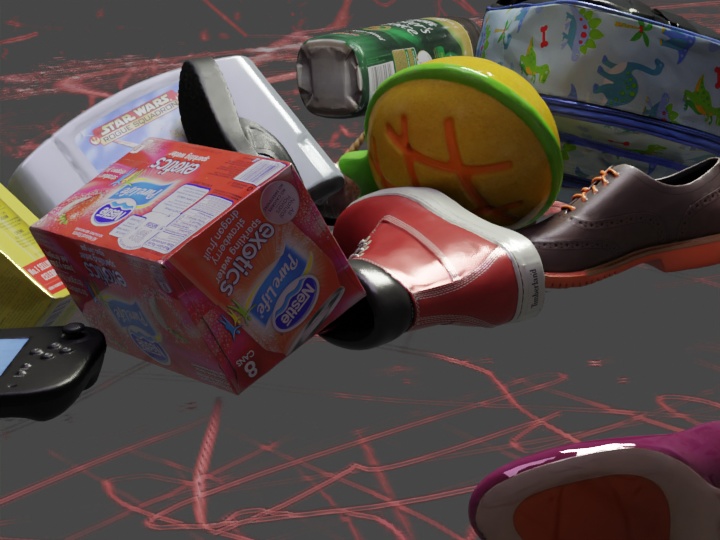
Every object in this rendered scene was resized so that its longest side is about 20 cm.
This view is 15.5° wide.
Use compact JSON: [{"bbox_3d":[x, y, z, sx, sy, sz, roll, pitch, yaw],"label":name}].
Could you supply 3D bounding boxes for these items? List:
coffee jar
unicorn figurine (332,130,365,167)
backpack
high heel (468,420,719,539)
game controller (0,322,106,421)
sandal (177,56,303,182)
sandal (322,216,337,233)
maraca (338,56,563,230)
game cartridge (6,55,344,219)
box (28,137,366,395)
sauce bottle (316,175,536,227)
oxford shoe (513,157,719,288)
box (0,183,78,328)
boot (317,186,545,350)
[{"bbox_3d":[0.037,-0.209,2.709,0.104,0.086,0.199,6,14,45],"label":"coffee jar"},{"bbox_3d":[-0.098,-0.052,1.981,0.137,0.074,0.200,15,34,36],"label":"unicorn figurine"},{"bbox_3d":[0.177,-0.116,1.888,0.182,0.148,0.200,13,-3,-14],"label":"backpack"},{"bbox_3d":[0.122,0.088,1.068,0.199,0.068,0.096,7,15,-23],"label":"high heel"},{"bbox_3d":[-0.243,0.059,1.478,0.199,0.042,0.104,-3,10,11],"label":"game controller"},{"bbox_3d":[-0.067,-0.063,1.697,0.048,0.076,0.201,-7,51,-20],"label":"sandal"},{"bbox_3d":[-0.045,-0.007,1.743,0.076,0.043,0.200,6,15,45],"label":"sandal"},{"bbox_3d":[0.058,-0.070,1.743,0.107,0.137,0.200,-54,4,-32],"label":"maraca"},{"bbox_3d":[-0.127,-0.063,1.763,0.199,0.133,0.042,-30,-18,-25],"label":"game cartridge"},{"bbox_3d":[-0.098,-0.006,1.538,0.100,0.096,0.200,-38,22,-20],"label":"box"},{"bbox_3d":[0.033,-0.049,1.885,0.199,0.066,0.066,6,14,43],"label":"sauce bottle"},{"bbox_3d":[0.149,-0.032,1.706,0.199,0.073,0.071,-9,12,-22],"label":"oxford shoe"},{"bbox_3d":[-0.260,-0.038,1.658,0.200,0.050,0.075,43,22,8],"label":"box"},{"bbox_3d":[0.000,0.000,1.621,0.144,0.073,0.200,-12,16,-28],"label":"boot"}]
